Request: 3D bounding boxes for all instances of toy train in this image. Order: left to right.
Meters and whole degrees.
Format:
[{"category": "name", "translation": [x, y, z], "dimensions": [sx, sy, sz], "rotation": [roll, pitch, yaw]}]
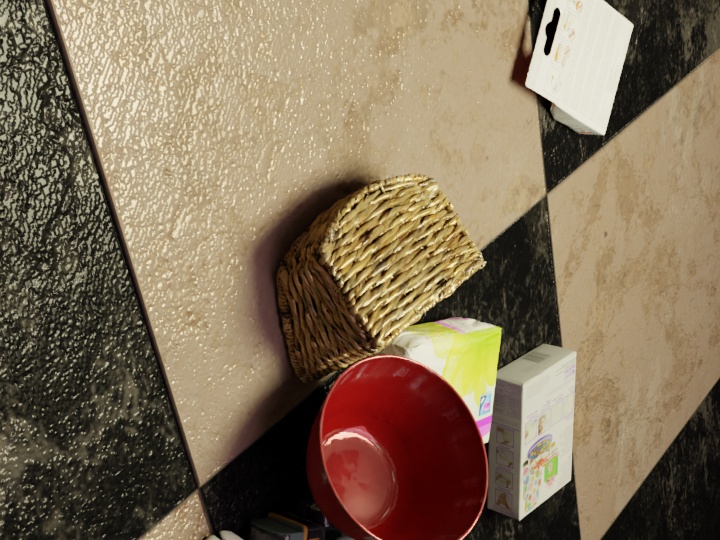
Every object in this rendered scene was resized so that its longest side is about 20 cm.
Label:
[{"category": "toy train", "translation": [-0.072, 0.339, 1.074], "dimensions": [0.113, 0.085, 0.202], "rotation": [9, 90, -45]}]

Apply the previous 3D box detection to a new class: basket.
[{"category": "basket", "translation": [0.000, 0.000, 1.084], "dimensions": [0.200, 0.149, 0.143], "rotation": [-36, 93, -41]}]

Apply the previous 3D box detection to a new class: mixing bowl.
[{"category": "mixing bowl", "translation": [0.020, 0.198, 1.070], "dimensions": [0.199, 0.108, 0.202], "rotation": [16, 58, -27]}]

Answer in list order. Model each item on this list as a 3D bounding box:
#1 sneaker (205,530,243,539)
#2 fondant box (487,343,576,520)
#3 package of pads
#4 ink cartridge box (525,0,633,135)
[{"category": "sneaker", "translation": [-0.156, 0.330, 0.965], "dimensions": [0.200, 0.081, 0.075], "rotation": [-47, 135, -31]}, {"category": "fondant box", "translation": [0.236, 0.219, 1.446], "dimensions": [0.144, 0.058, 0.202], "rotation": [-21, 115, -47]}, {"category": "package of pads", "translation": [0.086, 0.137, 1.224], "dimensions": [0.199, 0.068, 0.156], "rotation": [-8, 106, -51]}, {"category": "ink cartridge box", "translation": [0.273, -0.282, 1.374], "dimensions": [0.199, 0.050, 0.163], "rotation": [18, 86, -44]}]
